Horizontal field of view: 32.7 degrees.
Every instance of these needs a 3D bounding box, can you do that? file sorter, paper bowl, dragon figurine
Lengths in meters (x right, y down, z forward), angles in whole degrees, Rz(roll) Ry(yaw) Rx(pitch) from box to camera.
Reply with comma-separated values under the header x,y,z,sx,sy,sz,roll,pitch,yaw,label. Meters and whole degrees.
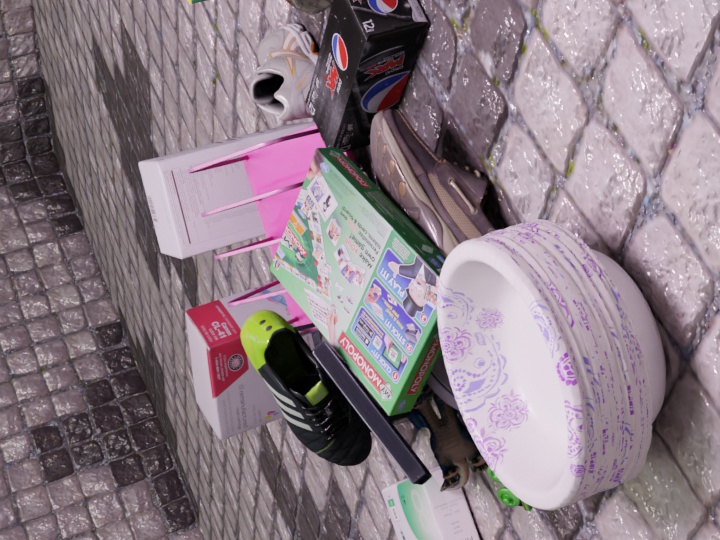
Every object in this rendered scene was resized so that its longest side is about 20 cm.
x,y,z,sx,sy,sz,roll,pitch,yaw,label
-0.076,-0.035,1.265,0.138,0.125,0.202,-14,95,37,file sorter
0.144,0.063,0.893,0.200,0.103,0.203,164,90,-72,paper bowl
0.083,0.156,1.199,0.200,0.058,0.100,66,180,-69,dragon figurine

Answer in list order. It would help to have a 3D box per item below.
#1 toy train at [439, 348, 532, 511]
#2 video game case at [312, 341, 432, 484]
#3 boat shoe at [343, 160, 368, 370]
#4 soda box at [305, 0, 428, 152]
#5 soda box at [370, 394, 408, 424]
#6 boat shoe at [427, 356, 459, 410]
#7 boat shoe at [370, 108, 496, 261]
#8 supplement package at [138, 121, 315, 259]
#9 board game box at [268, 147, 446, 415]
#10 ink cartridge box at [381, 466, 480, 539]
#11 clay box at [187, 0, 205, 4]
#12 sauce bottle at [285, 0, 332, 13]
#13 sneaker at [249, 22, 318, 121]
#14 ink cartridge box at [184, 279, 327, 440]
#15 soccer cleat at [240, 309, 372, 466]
x,y,z,sx,sy,sz,roll,pitch,yaw,label
0.123,0.128,1.049,0.056,0.042,0.201,0,126,37,toy train
0.015,0.137,1.136,0.143,0.019,0.200,52,178,11,video game case
0.000,0.000,1.160,0.093,0.074,0.202,75,-172,-85,boat shoe
0.002,-0.190,1.146,0.200,0.063,0.071,113,136,-63,soda box
0.039,0.093,1.260,0.200,0.063,0.071,110,139,-60,soda box
0.073,0.033,1.119,0.066,0.073,0.201,100,147,-61,boat shoe
0.073,-0.052,1.050,0.201,0.073,0.075,63,162,12,boat shoe
-0.138,-0.095,1.414,0.109,0.198,0.115,-168,63,-68,supplement package
0.002,0.006,1.052,0.200,0.029,0.135,48,128,34,board game box
0.093,0.321,1.349,0.161,0.050,0.202,133,121,-69,ink cartridge box
-0.098,-0.315,1.112,0.048,0.198,0.116,-127,27,-44,clay box
-0.083,-0.326,1.275,0.200,0.064,0.065,-130,30,-50,sauce bottle
-0.087,-0.215,1.336,0.200,0.091,0.076,-138,36,-57,sneaker
-0.099,0.095,1.465,0.086,0.198,0.149,49,150,49,ink cartridge box
-0.048,0.124,1.195,0.201,0.067,0.081,54,168,-24,soccer cleat
